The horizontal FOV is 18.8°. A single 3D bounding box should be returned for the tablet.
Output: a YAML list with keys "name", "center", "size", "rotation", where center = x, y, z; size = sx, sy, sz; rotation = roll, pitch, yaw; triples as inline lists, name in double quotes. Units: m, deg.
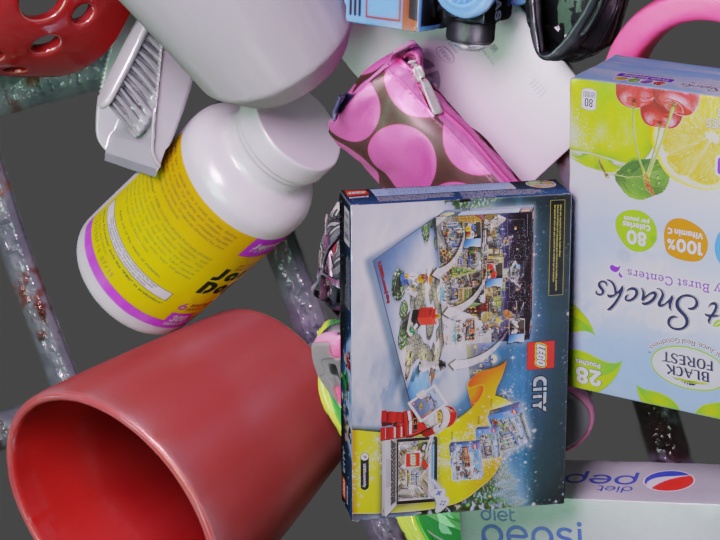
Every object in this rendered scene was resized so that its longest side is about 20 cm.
- name: "tablet"
  center: [0.056, -0.140, 1.424]
  size: [0.200, 0.014, 0.130]
  rotation: [52, 126, 7]

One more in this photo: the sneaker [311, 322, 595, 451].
- name: "sneaker"
  center: [0.068, 0.061, 1.439]
  size: [0.199, 0.096, 0.079]
  rotation: [10, 132, 19]

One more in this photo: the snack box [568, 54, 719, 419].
- name: "snack box"
  center: [0.210, -0.016, 1.292]
  size: [0.168, 0.068, 0.201]
  rotation: [10, 114, 32]

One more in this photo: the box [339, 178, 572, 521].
- name: "box"
  center: [0.057, 0.048, 1.324]
  size: [0.136, 0.038, 0.201]
  rotation: [-3, 107, -12]

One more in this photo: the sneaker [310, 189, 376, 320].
- name: "sneaker"
  center: [0.000, 0.000, 1.423]
  size: [0.081, 0.075, 0.200]
  rotation: [48, 170, -6]

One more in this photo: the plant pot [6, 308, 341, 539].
- name: "plant pot"
  center: [-0.117, 0.128, 1.517]
  size: [0.200, 0.177, 0.201]
  rotation: [23, 131, 30]

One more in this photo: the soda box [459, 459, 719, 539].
- name: "soda box"
  center: [0.166, 0.165, 1.406]
  size: [0.199, 0.063, 0.069]
  rotation: [1, 109, 17]

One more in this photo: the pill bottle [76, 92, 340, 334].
- name: "pill bottle"
  center: [-0.103, -0.046, 1.504]
  size: [0.200, 0.104, 0.104]
  rotation: [-40, 84, 37]

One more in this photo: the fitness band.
- name: "fitness band"
  center: [0.212, -0.073, 1.333]
  size: [0.143, 0.037, 0.201]
  rotation: [14, 113, 29]

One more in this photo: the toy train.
- name: "toy train"
  center: [0.051, -0.238, 1.340]
  size: [0.114, 0.087, 0.201]
  rotation: [11, 108, 31]

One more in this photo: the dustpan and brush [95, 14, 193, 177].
- name: "dustpan and brush"
  center: [-0.143, -0.173, 1.500]
  size: [0.201, 0.057, 0.139]
  rotation: [-67, 24, -2]

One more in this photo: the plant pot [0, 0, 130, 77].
- name: "plant pot"
  center: [-0.270, -0.231, 1.468]
  size: [0.200, 0.182, 0.202]
  rotation: [3, 95, 42]

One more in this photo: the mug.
- name: "mug"
  center: [-0.073, -0.198, 1.382]
  size: [0.149, 0.187, 0.153]
  rotation: [-8, 132, 32]

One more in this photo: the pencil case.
- name: "pencil case"
  center: [0.070, -0.053, 1.384]
  size: [0.200, 0.091, 0.094]
  rotation: [45, 135, -1]

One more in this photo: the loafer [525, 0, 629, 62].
- name: "loafer"
  center: [0.139, -0.221, 1.304]
  size: [0.068, 0.070, 0.202]
  rotation: [19, 117, 25]

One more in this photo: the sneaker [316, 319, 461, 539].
- name: "sneaker"
  center: [0.040, 0.112, 1.500]
  size: [0.083, 0.074, 0.200]
  rotation: [-34, 90, 19]
